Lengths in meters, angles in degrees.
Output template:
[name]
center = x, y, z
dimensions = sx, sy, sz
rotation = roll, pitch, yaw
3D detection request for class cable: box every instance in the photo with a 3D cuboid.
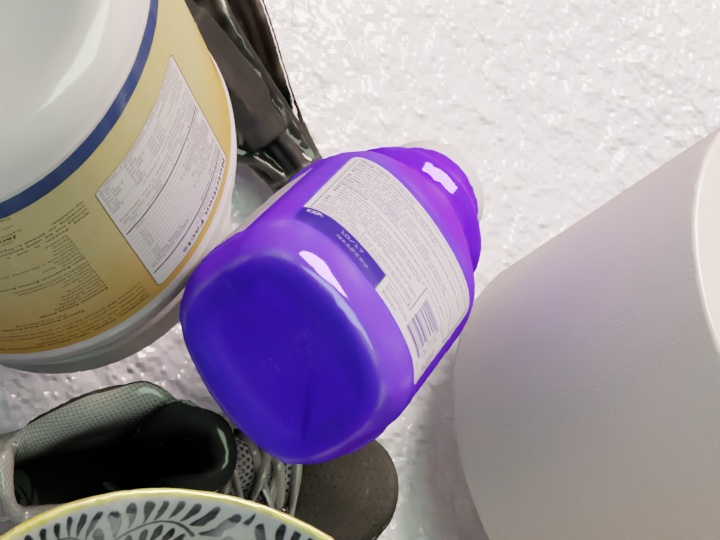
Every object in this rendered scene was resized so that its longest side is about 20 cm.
[cable]
center = -0.043, -0.050, 1.025
dimensions = 0.200, 0.050, 0.097
rotation = 54, 36, -18

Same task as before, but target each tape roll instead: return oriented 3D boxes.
[tape roll]
center = 0.154, 0.054, 1.011
dimensions = 0.202, 0.139, 0.203
rotation = 22, 52, -31

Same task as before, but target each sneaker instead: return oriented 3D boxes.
[sneaker]
center = -0.052, 0.077, 0.911
dimensions = 0.199, 0.115, 0.075
rotation = -4, 74, -32

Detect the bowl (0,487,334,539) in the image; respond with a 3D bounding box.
[bowl]
center = -0.066, 0.170, 0.740
dimensions = 0.200, 0.094, 0.201
rotation = 11, 68, -27

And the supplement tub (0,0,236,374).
[supplement tub]
center = -0.120, -0.053, 0.848
dimensions = 0.144, 0.200, 0.145
rotation = -3, 70, 8

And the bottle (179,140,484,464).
[bottle]
center = 0.000, 0.000, 0.931
dimensions = 0.084, 0.065, 0.200
rotation = 54, 22, -6
